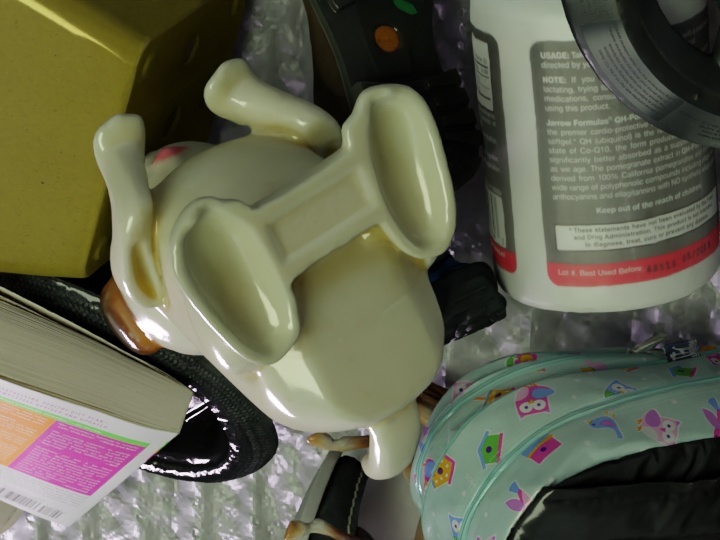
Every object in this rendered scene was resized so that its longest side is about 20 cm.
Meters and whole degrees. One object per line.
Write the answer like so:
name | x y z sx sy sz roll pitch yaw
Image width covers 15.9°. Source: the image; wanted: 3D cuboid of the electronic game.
electronic game | 0.181 -0.149 1.134 0.200 0.042 0.200 -5 112 -13

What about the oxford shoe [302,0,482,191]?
oxford shoe | -0.002 -0.113 1.255 0.084 0.073 0.200 131 133 -58

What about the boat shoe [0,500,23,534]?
boat shoe | -0.222 0.067 1.479 0.060 0.072 0.200 -123 28 -47

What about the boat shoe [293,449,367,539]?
boat shoe | -0.021 0.185 1.309 0.060 0.200 0.076 17 156 1

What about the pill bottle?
pill bottle | 0.109 -0.090 1.210 0.111 0.111 0.200 4 112 26

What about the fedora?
fedora | -0.123 0.028 1.375 0.200 0.092 0.201 19 153 10

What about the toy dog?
toy dog | -0.044 -0.006 1.204 0.194 0.140 0.200 56 161 -25

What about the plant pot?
plant pot | -0.170 -0.109 1.303 0.176 0.200 0.200 24 119 12

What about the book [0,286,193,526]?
book | -0.181 0.077 1.356 0.133 0.048 0.200 25 153 -14

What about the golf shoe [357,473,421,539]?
golf shoe | -0.013 0.168 1.392 0.078 0.094 0.200 50 122 3

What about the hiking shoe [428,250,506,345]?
hiking shoe | 0.000 0.000 1.284 0.200 0.074 0.087 -2 108 62

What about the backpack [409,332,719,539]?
backpack | 0.125 0.111 1.232 0.127 0.200 0.167 44 129 49

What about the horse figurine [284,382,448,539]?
horse figurine | 0.032 0.122 1.300 0.132 0.200 0.050 22 135 -11
